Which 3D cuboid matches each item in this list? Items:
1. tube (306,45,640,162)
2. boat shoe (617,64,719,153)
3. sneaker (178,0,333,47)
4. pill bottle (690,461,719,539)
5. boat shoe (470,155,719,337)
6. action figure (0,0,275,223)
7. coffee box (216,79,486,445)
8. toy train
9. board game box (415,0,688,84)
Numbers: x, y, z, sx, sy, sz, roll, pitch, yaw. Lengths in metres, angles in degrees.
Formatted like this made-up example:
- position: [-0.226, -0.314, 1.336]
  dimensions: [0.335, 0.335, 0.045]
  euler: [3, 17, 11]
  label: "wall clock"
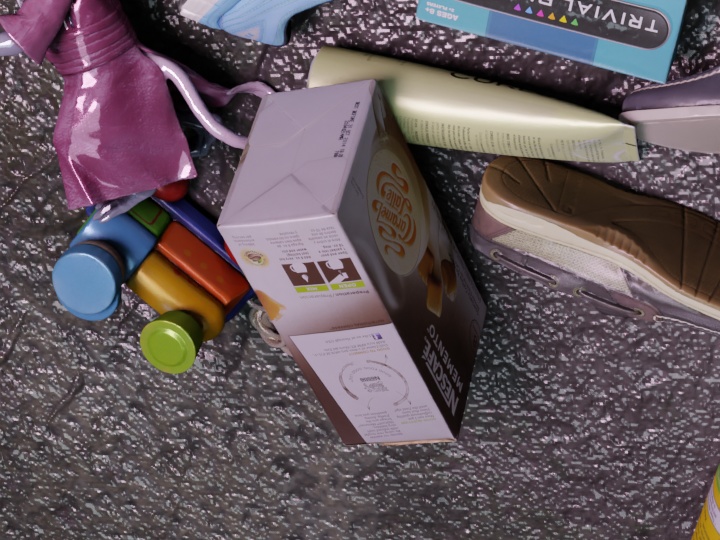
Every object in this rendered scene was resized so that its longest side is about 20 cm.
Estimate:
- position: [0.068, -0.093, 1.212]
  dimensions: [0.199, 0.058, 0.052]
  euler: [12, 122, 13]
  label: "tube"
- position: [0.243, -0.108, 1.156]
  dimensions: [0.199, 0.073, 0.063]
  euler: [-4, 75, 26]
  label: "boat shoe"
- position: [-0.020, -0.206, 1.176]
  dimensions: [0.090, 0.079, 0.200]
  euler: [29, 130, -23]
  label: "sneaker"
- position: [0.257, 0.204, 1.291]
  dimensions: [0.110, 0.111, 0.201]
  euler: [18, 123, 7]
  label: "pill bottle"
- position: [0.161, -0.005, 1.229]
  dimensions: [0.199, 0.073, 0.065]
  euler: [26, 135, 6]
  label: "boat shoe"
- position: [-0.159, -0.133, 1.213]
  dimensions: [0.148, 0.134, 0.201]
  euler: [-12, 118, 23]
  label: "action figure"
- position: [0.000, 0.000, 1.217]
  dimensions: [0.079, 0.115, 0.200]
  euler: [-6, 134, 25]
  label: "coffee box"
- position: [-0.100, 0.027, 1.298]
  dimensions: [0.200, 0.116, 0.085]
  euler: [40, 124, -7]
  label: "toy train"
- position: [0.122, -0.218, 1.124]
  dimensions: [0.150, 0.047, 0.201]
  euler: [15, 123, 9]
  label: "board game box"
